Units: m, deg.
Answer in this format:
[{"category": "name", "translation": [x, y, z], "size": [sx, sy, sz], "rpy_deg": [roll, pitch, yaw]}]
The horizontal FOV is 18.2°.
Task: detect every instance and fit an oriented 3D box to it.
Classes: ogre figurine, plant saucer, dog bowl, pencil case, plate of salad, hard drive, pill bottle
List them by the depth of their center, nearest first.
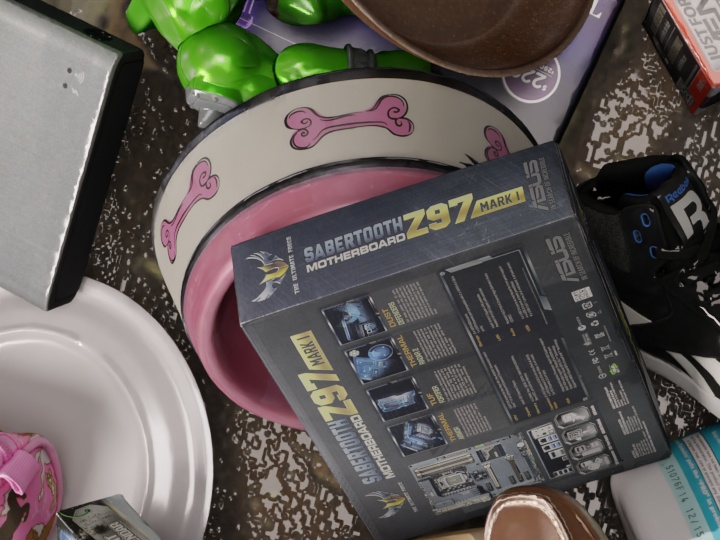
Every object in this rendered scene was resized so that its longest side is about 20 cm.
[{"category": "plant saucer", "translation": [0.031, -0.181, 1.060], "size": [0.199, 0.037, 0.202], "rpy_deg": [14, 66, -35]}, {"category": "ogre figurine", "translation": [-0.053, -0.150, 1.080], "size": [0.119, 0.098, 0.202], "rpy_deg": [-24, 101, -15]}, {"category": "dog bowl", "translation": [0.000, 0.000, 1.084], "size": [0.198, 0.201, 0.074], "rpy_deg": [-11, 48, 2]}, {"category": "pill bottle", "translation": [0.232, 0.112, 1.111], "size": [0.199, 0.111, 0.112], "rpy_deg": [-23, 85, 2]}, {"category": "pencil case", "translation": [-0.243, 0.094, 1.123], "size": [0.199, 0.087, 0.083], "rpy_deg": [19, 76, 21]}, {"category": "hard drive", "translation": [-0.214, -0.085, 1.139], "size": [0.199, 0.033, 0.141], "rpy_deg": [26, 112, 19]}, {"category": "plate of salad", "translation": [-0.161, 0.102, 1.158], "size": [0.198, 0.048, 0.202], "rpy_deg": [-2, 86, 23]}]

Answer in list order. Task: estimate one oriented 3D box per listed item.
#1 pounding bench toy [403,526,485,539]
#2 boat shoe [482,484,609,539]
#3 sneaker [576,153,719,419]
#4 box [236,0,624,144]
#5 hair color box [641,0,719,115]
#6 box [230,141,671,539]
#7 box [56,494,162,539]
[{"category": "pounding bench toy", "translation": [-0.018, 0.210, 1.117], "size": [0.155, 0.200, 0.125], "rpy_deg": [-14, 87, -31]}, {"category": "boat shoe", "translation": [0.084, 0.197, 1.006], "size": [0.075, 0.072, 0.202], "rpy_deg": [-12, 82, 28]}, {"category": "sneaker", "translation": [0.174, 0.009, 1.077], "size": [0.199, 0.112, 0.073], "rpy_deg": [22, 52, 38]}, {"category": "box", "translation": [0.029, -0.142, 1.156], "size": [0.199, 0.079, 0.142], "rpy_deg": [25, 90, 4]}, {"category": "hair color box", "translation": [0.244, -0.158, 1.134], "size": [0.199, 0.102, 0.062], "rpy_deg": [-29, 85, 1]}, {"category": "box", "translation": [0.046, 0.040, 1.044], "size": [0.156, 0.201, 0.051], "rpy_deg": [-19, 48, 9]}, {"category": "box", "translation": [-0.101, 0.227, 1.069], "size": [0.040, 0.137, 0.202], "rpy_deg": [-14, 123, -32]}]
